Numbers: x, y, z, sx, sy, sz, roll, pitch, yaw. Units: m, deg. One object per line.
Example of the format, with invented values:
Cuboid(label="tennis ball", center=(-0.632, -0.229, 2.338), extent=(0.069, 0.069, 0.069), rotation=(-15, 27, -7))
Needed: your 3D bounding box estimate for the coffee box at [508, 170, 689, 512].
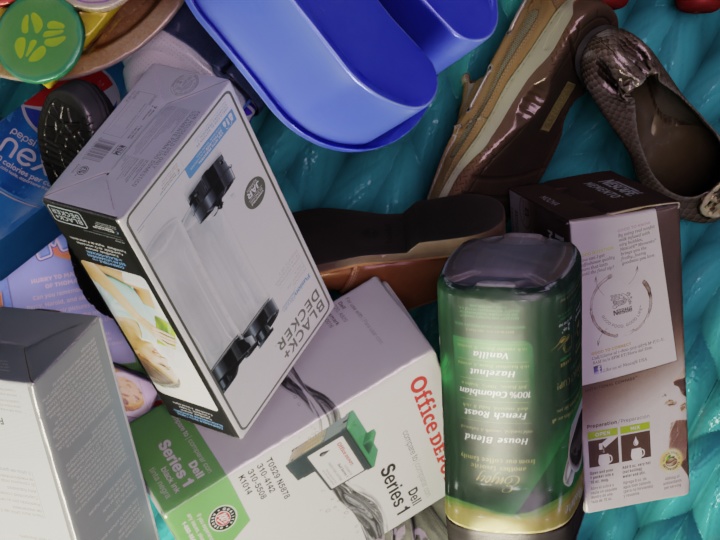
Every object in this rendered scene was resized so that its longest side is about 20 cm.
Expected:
Cuboid(label="coffee box", center=(0.160, 0.044, 1.233), extent=(0.080, 0.113, 0.201), rotation=(-9, 107, -14))

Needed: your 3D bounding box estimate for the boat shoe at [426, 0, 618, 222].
Cuboid(label="boat shoe", center=(0.097, -0.108, 1.263), extent=(0.072, 0.076, 0.200), rotation=(22, 105, -51))

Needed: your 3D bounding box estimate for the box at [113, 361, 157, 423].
Cuboid(label="box", center=(-0.225, 0.052, 1.171), extent=(0.199, 0.039, 0.042), rotation=(24, 88, -11))

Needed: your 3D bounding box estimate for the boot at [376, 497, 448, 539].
Cuboid(label="boot", center=(0.068, 0.237, 1.273), extent=(0.130, 0.068, 0.201), rotation=(-20, 90, -4))

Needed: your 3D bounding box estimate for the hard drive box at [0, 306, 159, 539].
Cuboid(label="hard drive box", center=(-0.216, 0.124, 1.107), extent=(0.155, 0.077, 0.201), rotation=(5, 121, 26))

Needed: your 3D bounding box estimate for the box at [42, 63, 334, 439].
Cuboid(label="box", center=(-0.095, -0.009, 1.089), extent=(0.117, 0.060, 0.200), rotation=(-54, 142, -29))

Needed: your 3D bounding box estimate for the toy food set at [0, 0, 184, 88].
Cuboid(label="toy food set", center=(-0.181, -0.207, 1.089), extent=(0.198, 0.049, 0.200), rotation=(38, 85, 12))

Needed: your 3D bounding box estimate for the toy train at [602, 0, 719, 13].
Cuboid(label="toy train", center=(0.251, -0.223, 1.262), extent=(0.199, 0.116, 0.085), rotation=(0, 92, -12))

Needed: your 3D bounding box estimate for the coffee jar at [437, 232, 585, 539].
Cuboid(label="coffee jar", center=(0.095, 0.085, 1.148), extent=(0.085, 0.104, 0.201), rotation=(2, 110, 15))

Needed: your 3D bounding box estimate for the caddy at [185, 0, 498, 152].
Cuboid(label="caddy", center=(-0.019, -0.164, 1.053), extent=(0.200, 0.105, 0.141), rotation=(51, 57, -15))

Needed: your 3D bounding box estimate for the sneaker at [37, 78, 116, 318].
Cuboid(label="sneaker", center=(-0.132, -0.048, 1.133), extent=(0.104, 0.060, 0.200), rotation=(-37, 138, -34))

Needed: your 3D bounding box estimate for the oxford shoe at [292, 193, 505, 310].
Cuboid(label="oxford shoe", center=(0.000, 0.000, 1.229), extent=(0.199, 0.071, 0.071), rotation=(-3, 126, 10))

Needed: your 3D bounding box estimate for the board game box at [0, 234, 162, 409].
Cuboid(label="board game box", center=(-0.194, 0.040, 1.216), extent=(0.151, 0.037, 0.201), rotation=(-11, 94, -12))

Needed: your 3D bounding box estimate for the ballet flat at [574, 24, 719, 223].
Cuboid(label="ballet flat", center=(0.211, -0.093, 1.255), extent=(0.067, 0.046, 0.200), rotation=(-47, 130, -5))

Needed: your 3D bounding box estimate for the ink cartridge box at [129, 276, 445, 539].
Cuboid(label="ink cartridge box", center=(-0.036, 0.118, 1.195), extent=(0.200, 0.084, 0.146), rotation=(-31, 138, -9))

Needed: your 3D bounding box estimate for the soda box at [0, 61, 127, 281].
Cuboid(label="soda box", center=(-0.174, -0.086, 1.174), extent=(0.200, 0.068, 0.064), rotation=(-41, 79, -20))

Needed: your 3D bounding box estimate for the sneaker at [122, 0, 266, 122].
Cuboid(label="sneaker", center=(-0.048, -0.132, 1.138), extent=(0.199, 0.081, 0.147), rotation=(11, 81, -9))
